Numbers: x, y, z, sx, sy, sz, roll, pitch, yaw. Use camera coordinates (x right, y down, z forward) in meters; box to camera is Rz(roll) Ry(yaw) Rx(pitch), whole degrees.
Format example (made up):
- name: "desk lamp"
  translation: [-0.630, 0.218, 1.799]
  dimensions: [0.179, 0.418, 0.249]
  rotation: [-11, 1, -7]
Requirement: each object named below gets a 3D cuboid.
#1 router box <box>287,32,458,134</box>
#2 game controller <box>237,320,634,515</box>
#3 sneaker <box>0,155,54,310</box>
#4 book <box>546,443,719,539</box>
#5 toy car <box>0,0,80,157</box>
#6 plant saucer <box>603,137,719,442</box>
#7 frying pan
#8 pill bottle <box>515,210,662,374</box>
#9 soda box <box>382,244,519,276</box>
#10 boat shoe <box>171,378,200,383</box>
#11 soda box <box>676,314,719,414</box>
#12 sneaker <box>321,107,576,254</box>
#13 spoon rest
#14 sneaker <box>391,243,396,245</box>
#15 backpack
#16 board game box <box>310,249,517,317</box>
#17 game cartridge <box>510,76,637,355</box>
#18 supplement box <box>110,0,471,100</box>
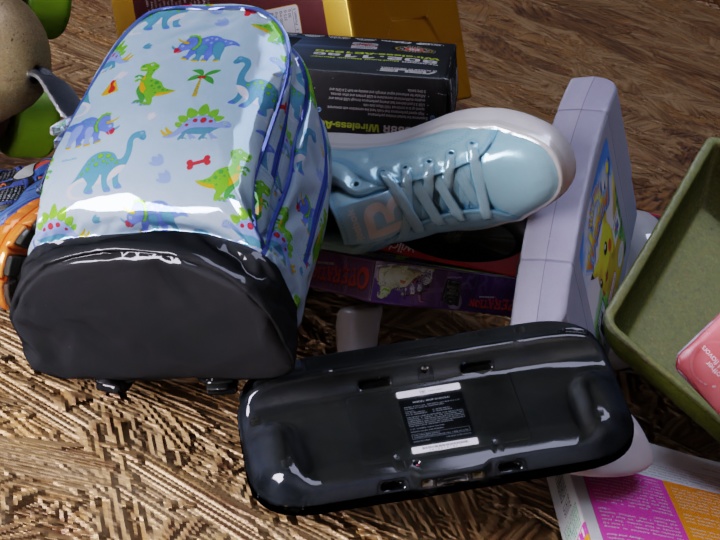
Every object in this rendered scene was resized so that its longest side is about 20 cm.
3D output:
- name: "router box"
  translation: [-0.036, -0.116, 1.242]
  dimensions: [0.199, 0.062, 0.150]
  rotation: [4, 16, 3]
- name: "game controller"
  translation: [0.037, 0.075, 0.969]
  dimensions: [0.199, 0.042, 0.105]
  rotation: [-9, 45, -5]
- name: "sneaker"
  translation: [-0.203, -0.039, 1.119]
  dimensions: [0.078, 0.076, 0.200]
  rotation: [17, 16, 6]
- name: "book"
  translation: [0.172, 0.142, 1.015]
  dimensions: [0.133, 0.048, 0.200]
  rotation: [17, 16, -4]
- name: "toy car"
  translation: [-0.237, -0.112, 1.135]
  dimensions: [0.164, 0.159, 0.200]
  rotation: [-2, 21, -29]
- name: "plant saucer"
  translation: [0.254, 0.042, 1.211]
  dimensions: [0.200, 0.048, 0.200]
  rotation: [40, 50, -4]
- name: "frying pan"
  translation: [0.030, -0.045, 1.150]
  dimensions: [0.189, 0.031, 0.115]
  rotation: [20, -24, -26]
- name: "pill bottle"
  translation: [0.211, 0.019, 1.304]
  dimensions: [0.199, 0.111, 0.111]
  rotation: [11, 19, -23]
- name: "soda box"
  translation: [0.050, -0.046, 1.409]
  dimensions: [0.199, 0.064, 0.070]
  rotation: [13, 17, -19]
- name: "boat shoe"
  translation: [-0.094, 0.006, 1.114]
  dimensions: [0.072, 0.065, 0.200]
  rotation: [21, 35, -12]
- name: "soda box"
  translation: [0.267, 0.101, 1.046]
  dimensions: [0.200, 0.070, 0.063]
  rotation: [48, 11, 15]
- name: "sneaker"
  translation: [0.023, -0.039, 1.079]
  dimensions: [0.199, 0.074, 0.082]
  rotation: [-7, 31, 28]
- name: "spoon rest"
  translation: [0.071, 0.078, 1.054]
  dimensions: [0.199, 0.061, 0.099]
  rotation: [23, 18, 33]
- name: "sneaker"
  translation: [0.062, -0.055, 1.266]
  dimensions: [0.199, 0.060, 0.104]
  rotation: [-2, 10, 14]
- name: "backpack"
  translation: [-0.088, -0.047, 1.012]
  dimensions: [0.162, 0.154, 0.200]
  rotation: [0, 33, 23]
- name: "board game box"
  translation: [0.000, 0.000, 1.186]
  dimensions: [0.120, 0.032, 0.200]
  rotation: [12, 0, -34]
- name: "game cartridge"
  translation: [0.133, -0.014, 1.149]
  dimensions: [0.040, 0.134, 0.201]
  rotation: [1, 52, 22]
- name: "supplement box"
  translation: [-0.051, -0.176, 1.444]
  dimensions: [0.199, 0.134, 0.197]
  rotation: [-7, 6, 27]
